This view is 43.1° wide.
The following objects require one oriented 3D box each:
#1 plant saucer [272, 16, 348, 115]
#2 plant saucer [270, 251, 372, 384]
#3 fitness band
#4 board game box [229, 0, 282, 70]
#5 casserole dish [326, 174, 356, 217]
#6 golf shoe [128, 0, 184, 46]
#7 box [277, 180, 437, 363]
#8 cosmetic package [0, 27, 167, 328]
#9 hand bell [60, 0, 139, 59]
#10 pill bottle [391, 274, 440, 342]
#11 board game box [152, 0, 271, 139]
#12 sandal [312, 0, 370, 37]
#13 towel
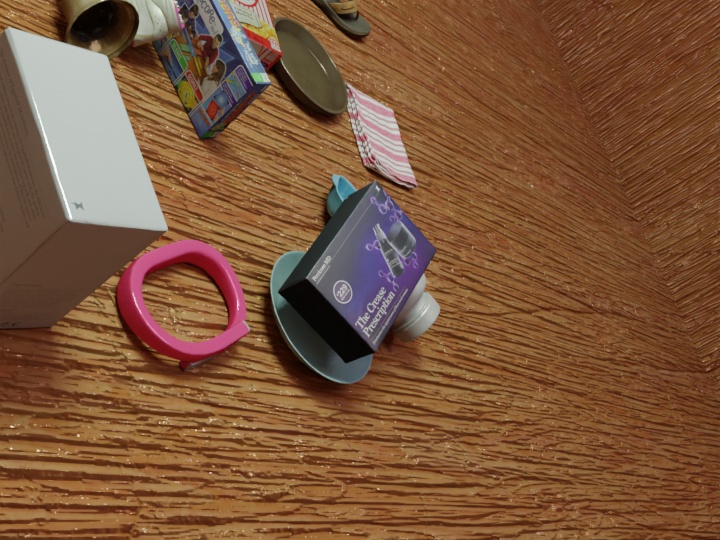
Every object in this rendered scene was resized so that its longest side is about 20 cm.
[{"bbox_3d":[-0.096,-0.358,1.620,0.199,0.029,0.202,40,32,-31],"label":"plant saucer"},{"bbox_3d":[-0.063,0.071,1.262,0.200,0.038,0.203,37,35,-31],"label":"plant saucer"},{"bbox_3d":[-0.205,0.036,1.086,0.145,0.037,0.199,58,29,2],"label":"fitness band"},{"bbox_3d":[-0.217,-0.446,1.510,0.150,0.046,0.203,14,51,-51],"label":"board game box"},{"bbox_3d":[0.008,-0.068,1.476,0.200,0.039,0.122,48,17,-15],"label":"casserole dish"},{"bbox_3d":[-0.326,-0.387,1.268,0.200,0.091,0.076,49,-14,30],"label":"golf shoe"},{"bbox_3d":[0.000,0.000,1.243,0.141,0.078,0.201,44,53,-15],"label":"box"},{"bbox_3d":[-0.313,-0.079,0.870,0.122,0.199,0.202,2,60,-54],"label":"cosmetic package"},{"bbox_3d":[-0.383,-0.377,1.189,0.201,0.104,0.103,53,28,19],"label":"hand bell"},{"bbox_3d":[0.030,0.010,1.383,0.200,0.110,0.111,49,31,-15],"label":"pill bottle"},{"bbox_3d":[-0.220,-0.309,1.288,0.034,0.135,0.203,-15,74,-54],"label":"board game box"},{"bbox_3d":[-0.045,-0.551,1.856,0.199,0.054,0.083,39,35,-29],"label":"sandal"},{"bbox_3d":[0.039,-0.257,1.730,0.145,0.030,0.203,20,46,-48],"label":"towel"}]
